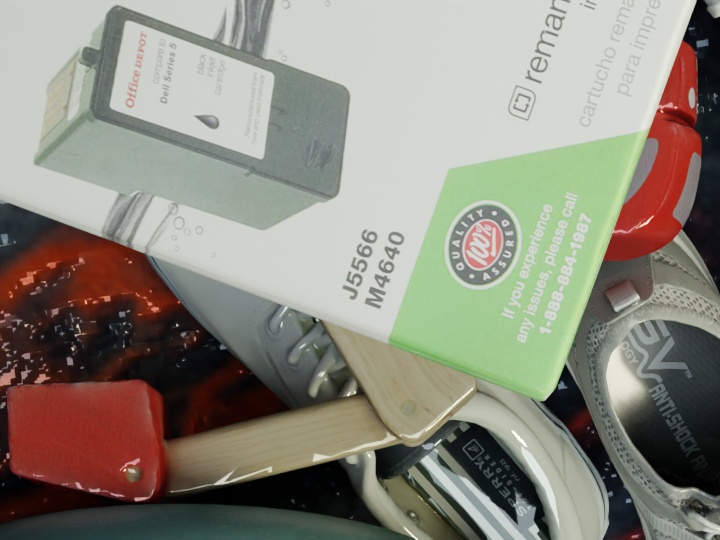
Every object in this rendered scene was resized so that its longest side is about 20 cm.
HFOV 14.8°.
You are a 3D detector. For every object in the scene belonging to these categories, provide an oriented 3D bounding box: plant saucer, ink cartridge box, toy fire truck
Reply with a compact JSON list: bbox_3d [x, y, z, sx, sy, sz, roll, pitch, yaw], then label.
[{"bbox_3d":[-0.050,0.105,0.849,0.199,0.200,0.028,1,70,-1],"label":"plant saucer"},{"bbox_3d":[-0.018,-0.070,0.741,0.199,0.084,0.146,19,98,3],"label":"ink cartridge box"},{"bbox_3d":[0.000,0.000,0.814,0.199,0.049,0.142,0,81,4],"label":"toy fire truck"}]

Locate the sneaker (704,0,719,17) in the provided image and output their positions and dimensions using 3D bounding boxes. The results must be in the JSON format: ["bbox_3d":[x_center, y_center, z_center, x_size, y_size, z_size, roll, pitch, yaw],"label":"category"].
[{"bbox_3d":[0.103,-0.093,0.825,0.199,0.074,0.116,19,138,18],"label":"sneaker"}]

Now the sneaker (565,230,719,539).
[{"bbox_3d":[0.117,0.074,0.875,0.075,0.082,0.200,-35,105,10],"label":"sneaker"}]

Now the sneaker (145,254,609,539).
[{"bbox_3d":[0.006,0.028,0.865,0.200,0.071,0.073,42,103,-10],"label":"sneaker"}]
